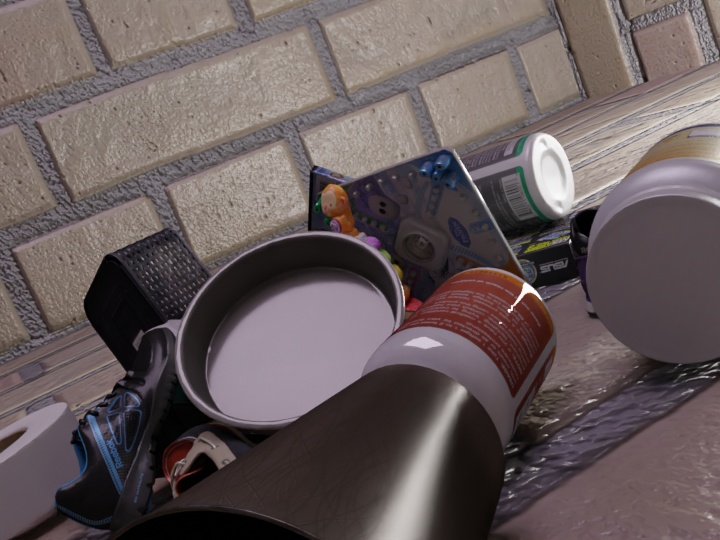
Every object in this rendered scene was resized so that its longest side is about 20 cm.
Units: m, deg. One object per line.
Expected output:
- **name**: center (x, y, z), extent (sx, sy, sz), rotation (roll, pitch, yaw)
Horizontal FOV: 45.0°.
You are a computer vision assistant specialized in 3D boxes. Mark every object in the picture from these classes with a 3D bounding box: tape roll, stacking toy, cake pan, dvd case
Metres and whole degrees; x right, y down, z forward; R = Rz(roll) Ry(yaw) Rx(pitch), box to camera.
- **tape roll**: center (-0.385, 0.226, 0.929), extent (0.201, 0.071, 0.203), rotation (-29, 11, 6)
- **stacking toy**: center (0.000, 0.000, 0.967), extent (0.109, 0.202, 0.116), rotation (-27, 11, -33)
- **cake pan**: center (-0.056, 0.052, 0.725), extent (0.197, 0.037, 0.202), rotation (-9, 48, 10)
- **dvd case**: center (0.028, -0.036, 1.034), extent (0.198, 0.144, 0.018), rotation (20, 47, 14)

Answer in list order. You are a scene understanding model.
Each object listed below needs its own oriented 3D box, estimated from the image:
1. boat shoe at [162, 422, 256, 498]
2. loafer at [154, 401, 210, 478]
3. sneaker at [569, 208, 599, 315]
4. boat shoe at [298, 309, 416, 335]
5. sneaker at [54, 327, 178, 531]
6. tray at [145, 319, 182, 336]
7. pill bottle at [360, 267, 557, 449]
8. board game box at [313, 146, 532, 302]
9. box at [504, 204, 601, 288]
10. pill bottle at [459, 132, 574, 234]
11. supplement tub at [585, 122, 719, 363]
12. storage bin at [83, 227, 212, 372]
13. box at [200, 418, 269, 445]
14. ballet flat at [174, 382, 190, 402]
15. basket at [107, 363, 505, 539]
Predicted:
- **boat shoe**: center (-0.114, 0.164, 0.681), extent (0.062, 0.072, 0.199), rotation (-6, 3, -36)
- **loafer**: center (-0.161, 0.164, 0.883), extent (0.199, 0.072, 0.063), rotation (-23, -17, -45)
- **sneaker**: center (0.251, -0.028, 0.888), extent (0.075, 0.089, 0.200), rotation (-19, 9, 16)
- **boat shoe**: center (0.042, 0.072, 0.781), extent (0.197, 0.073, 0.068), rotation (0, -2, -2)
- **sneaker**: center (-0.212, 0.131, 0.778), extent (0.074, 0.081, 0.202), rotation (117, 163, -47)
- **tray**: center (-0.137, 0.076, 0.874), extent (0.106, 0.023, 0.199), rotation (2, 8, -31)
- **pill bottle**: center (0.066, 0.080, 0.625), extent (0.111, 0.113, 0.200), rotation (-17, 10, 30)
- **board game box**: center (0.066, -0.025, 0.985), extent (0.198, 0.201, 0.026), rotation (-14, 29, 40)
- **box**: center (0.199, -0.016, 1.086), extent (0.198, 0.045, 0.160), rotation (-17, 11, 34)
- **pill bottle**: center (0.170, -0.101, 1.150), extent (0.198, 0.114, 0.113), rotation (-14, 12, 41)
- **supplement tub**: center (0.258, -0.025, 0.670), extent (0.143, 0.146, 0.200), rotation (-16, 10, 34)
- **storage bin**: center (-0.225, 0.070, 1.035), extent (0.093, 0.201, 0.135), rotation (-30, -13, -45)
- **box**: center (-0.051, 0.128, 0.836), extent (0.158, 0.047, 0.199), rotation (-14, 12, 39)
- **ballet flat**: center (-0.222, 0.136, 0.940), extent (0.200, 0.068, 0.075), rotation (-49, 5, 33)
- **basket**: center (-0.009, 0.135, 0.442), extent (0.178, 0.138, 0.200), rotation (-13, 8, 28)
